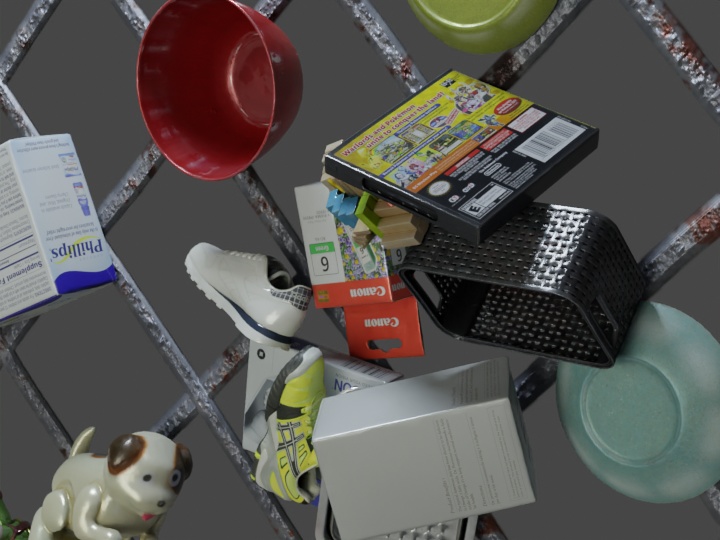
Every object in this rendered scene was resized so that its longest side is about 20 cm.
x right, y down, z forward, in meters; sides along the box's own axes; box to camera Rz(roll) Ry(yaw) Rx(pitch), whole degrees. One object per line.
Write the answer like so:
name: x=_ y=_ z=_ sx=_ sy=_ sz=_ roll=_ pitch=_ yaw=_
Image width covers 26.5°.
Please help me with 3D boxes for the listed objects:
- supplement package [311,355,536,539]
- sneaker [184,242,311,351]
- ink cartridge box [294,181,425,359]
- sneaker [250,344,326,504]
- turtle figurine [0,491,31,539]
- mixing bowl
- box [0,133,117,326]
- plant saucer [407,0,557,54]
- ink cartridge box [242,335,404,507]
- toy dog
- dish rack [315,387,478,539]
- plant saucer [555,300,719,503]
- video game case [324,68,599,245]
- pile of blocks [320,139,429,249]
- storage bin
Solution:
supplement package: x=0.065 y=0.177 z=1.516 sx=0.199 sy=0.117 sz=0.118 roll=-13 pitch=106 yaw=8
sneaker: x=-0.123 y=0.012 z=1.711 sx=0.200 sy=0.076 sz=0.081 roll=38 pitch=108 yaw=41
ink cartridge box: x=0.000 y=0.000 z=1.631 sx=0.108 sy=0.050 sz=0.201 roll=-6 pitch=96 yaw=38
sneaker: x=-0.059 y=0.166 z=1.645 sx=0.076 sy=0.075 sz=0.201 roll=28 pitch=130 yaw=20
turtle figurine: x=-0.510 y=0.362 z=2.024 sx=0.199 sy=0.144 sz=0.194 roll=-32 pitch=53 yaw=-4
mixing bowl: x=-0.135 y=-0.204 z=1.654 sx=0.199 sy=0.108 sz=0.202 roll=10 pitch=106 yaw=36
box: x=-0.426 y=-0.046 z=1.914 sx=0.183 sy=0.105 sz=0.201 roll=-20 pitch=87 yaw=38
plant saucer: x=0.110 y=-0.312 z=1.494 sx=0.199 sy=0.031 sz=0.201 roll=9 pitch=106 yaw=35
ink cartridge box: x=-0.046 y=0.184 z=1.706 sx=0.199 sy=0.041 sz=0.201 roll=16 pitch=113 yaw=34
toy dog: x=-0.290 y=0.271 z=1.878 sx=0.200 sy=0.139 sz=0.195 roll=-33 pitch=43 yaw=39
dish rack: x=0.045 y=0.218 z=1.615 sx=0.170 sy=0.044 sz=0.201 roll=8 pitch=107 yaw=3
plant saucer: x=0.266 y=0.131 z=1.463 sx=0.200 sy=0.039 sz=0.202 roll=10 pitch=106 yaw=36
video game case: x=0.097 y=-0.112 z=1.443 sx=0.180 sy=0.200 sz=0.026 roll=27 pitch=136 yaw=30
pile of blocks: x=-0.003 y=-0.077 z=1.499 sx=0.082 sy=0.062 sz=0.200 roll=-52 pitch=32 yaw=-6
storage bin: x=0.153 y=0.007 z=1.446 sx=0.199 sy=0.135 sz=0.094 roll=11 pitch=63 yaw=36
